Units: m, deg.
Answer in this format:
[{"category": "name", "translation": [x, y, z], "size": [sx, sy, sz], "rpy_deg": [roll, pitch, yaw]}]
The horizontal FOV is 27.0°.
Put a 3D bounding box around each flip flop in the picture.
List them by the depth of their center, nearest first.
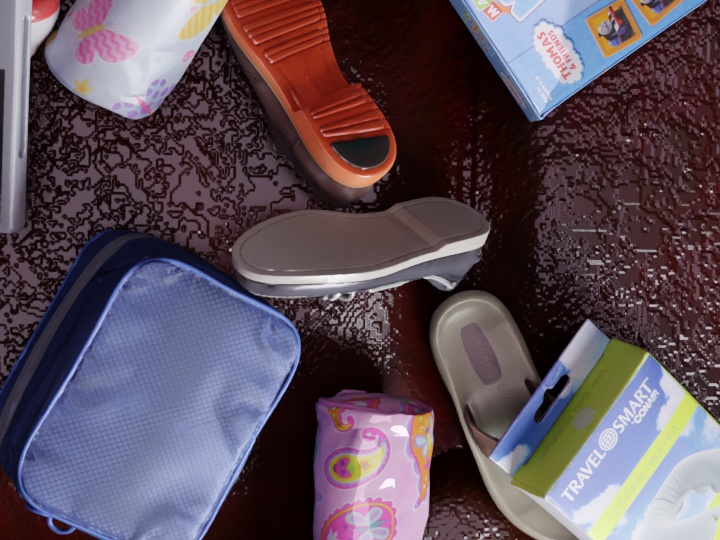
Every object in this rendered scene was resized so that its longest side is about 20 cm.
[{"category": "flip flop", "translation": [0.112, 0.105, 1.033], "size": [0.081, 0.058, 0.200], "rpy_deg": [-27, 96, -6]}]

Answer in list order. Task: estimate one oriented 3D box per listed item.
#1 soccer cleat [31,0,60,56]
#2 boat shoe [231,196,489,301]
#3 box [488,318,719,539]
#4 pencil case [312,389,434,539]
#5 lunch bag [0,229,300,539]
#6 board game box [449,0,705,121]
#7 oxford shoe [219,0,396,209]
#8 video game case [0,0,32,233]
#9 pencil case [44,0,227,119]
[{"category": "soccer cleat", "translation": [-0.274, -0.209, 0.957], "size": [0.200, 0.085, 0.069], "rpy_deg": [40, 45, 7]}, {"category": "boat shoe", "translation": [0.000, 0.000, 0.973], "size": [0.200, 0.073, 0.063], "rpy_deg": [-11, 132, -39]}, {"category": "box", "translation": [0.191, 0.139, 1.016], "size": [0.200, 0.048, 0.122], "rpy_deg": [42, 79, -28]}, {"category": "pencil case", "translation": [0.003, 0.182, 1.011], "size": [0.087, 0.087, 0.200], "rpy_deg": [4, 93, -8]}, {"category": "lunch bag", "translation": [-0.146, 0.082, 0.960], "size": [0.136, 0.132, 0.200], "rpy_deg": [32, 87, -24]}, {"category": "board game box", "translation": [0.158, -0.221, 1.033], "size": [0.200, 0.037, 0.151], "rpy_deg": [-35, 97, -6]}, {"category": "oxford shoe", "translation": [-0.053, -0.130, 0.992], "size": [0.071, 0.073, 0.200], "rpy_deg": [-20, 75, -30]}, {"category": "video game case", "translation": [-0.298, -0.125, 0.928], "size": [0.200, 0.023, 0.182], "rpy_deg": [9, 104, 13]}, {"category": "pencil case", "translation": [-0.121, -0.193, 0.934], "size": [0.091, 0.083, 0.200], "rpy_deg": [46, 117, 22]}]
